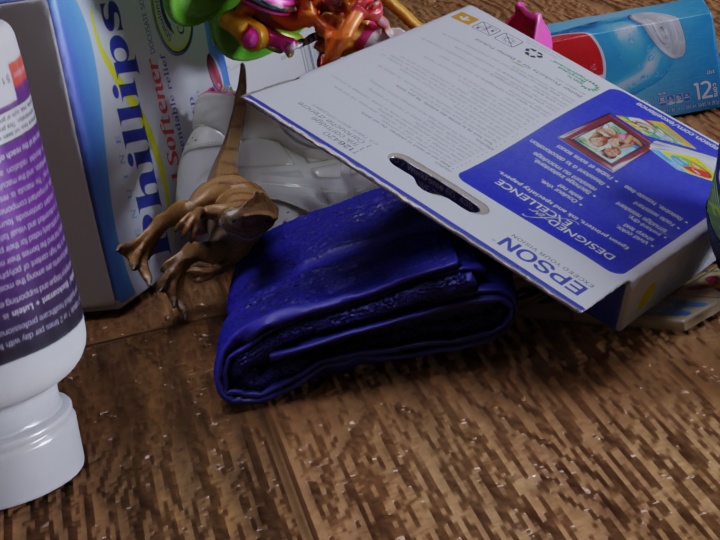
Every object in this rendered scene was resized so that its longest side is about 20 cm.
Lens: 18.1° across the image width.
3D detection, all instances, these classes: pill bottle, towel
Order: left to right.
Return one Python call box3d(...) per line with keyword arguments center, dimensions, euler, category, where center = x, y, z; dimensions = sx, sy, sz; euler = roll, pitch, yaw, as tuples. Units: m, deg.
box3d(center=(-0.182, 0.000, 0.983), dimensions=(0.111, 0.201, 0.111), euler=(-11, 15, 3), category="pill bottle")
box3d(center=(0.000, 0.000, 1.121), dimensions=(0.147, 0.050, 0.200), euler=(-14, 15, 4), category="towel")

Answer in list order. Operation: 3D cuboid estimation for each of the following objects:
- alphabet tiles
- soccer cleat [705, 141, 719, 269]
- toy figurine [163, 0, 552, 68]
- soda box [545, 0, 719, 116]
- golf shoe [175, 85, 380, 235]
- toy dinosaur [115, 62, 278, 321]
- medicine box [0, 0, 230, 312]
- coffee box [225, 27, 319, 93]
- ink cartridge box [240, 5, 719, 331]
box3d(center=(0.156, -0.011, 1.144), dimensions=(0.167, 0.008, 0.199), euler=(4, 22, 45), category="alphabet tiles")
box3d(center=(0.215, -0.017, 0.969), dimensions=(0.064, 0.084, 0.200), euler=(-18, 18, -25), category="soccer cleat")
box3d(center=(0.017, -0.135, 1.254), dimensions=(0.184, 0.151, 0.200), euler=(35, 25, 20), category="toy figurine")
box3d(center=(0.132, -0.125, 1.466), dimensions=(0.198, 0.065, 0.068), euler=(-11, 15, 6), category="soda box")
box3d(center=(-0.017, -0.037, 1.272), dimensions=(0.199, 0.092, 0.075), euler=(17, -14, 27), category="golf shoe")
box3d(center=(-0.073, -0.032, 1.198), dimensions=(0.106, 0.060, 0.200), euler=(-40, 21, 5), category="toy dinosaur")
box3d(center=(-0.159, -0.089, 1.321), dimensions=(0.102, 0.183, 0.200), euler=(-5, 16, 22), category="medicine box")
box3d(center=(-0.139, -0.164, 1.541), dimensions=(0.197, 0.201, 0.200), euler=(-3, 17, 29), category="coffee box")
box3d(center=(0.071, -0.048, 1.082), dimensions=(0.197, 0.047, 0.200), euler=(33, 37, 23), category="ink cartridge box")
